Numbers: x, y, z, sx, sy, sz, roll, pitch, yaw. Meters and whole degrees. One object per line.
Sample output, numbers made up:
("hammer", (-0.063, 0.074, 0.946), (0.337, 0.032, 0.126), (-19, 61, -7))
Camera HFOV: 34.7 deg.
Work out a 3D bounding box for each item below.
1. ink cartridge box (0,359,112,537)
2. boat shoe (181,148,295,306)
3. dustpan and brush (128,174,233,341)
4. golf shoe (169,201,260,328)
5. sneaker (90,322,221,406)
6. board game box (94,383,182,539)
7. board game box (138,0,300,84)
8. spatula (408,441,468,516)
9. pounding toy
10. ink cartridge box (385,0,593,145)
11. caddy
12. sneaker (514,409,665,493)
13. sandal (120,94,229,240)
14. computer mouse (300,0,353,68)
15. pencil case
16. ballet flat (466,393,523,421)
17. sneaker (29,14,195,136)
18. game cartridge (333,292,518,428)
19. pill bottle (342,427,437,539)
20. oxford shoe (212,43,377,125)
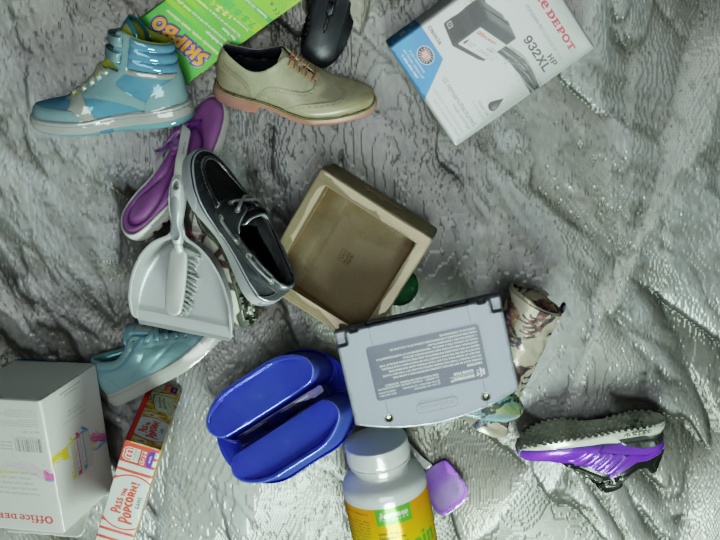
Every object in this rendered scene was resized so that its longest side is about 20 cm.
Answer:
("ink cartridge box", (-0.403, 0.229, 1.449), (0.128, 0.125, 0.202), (1, 107, 20))
("boat shoe", (-0.137, -0.058, 1.327), (0.068, 0.071, 0.201), (-33, 81, 48))
("dustpan and brush", (-0.215, -0.017, 1.379), (0.139, 0.057, 0.202), (10, 102, 16))
("golf shoe", (-0.184, -0.018, 1.440), (0.088, 0.077, 0.201), (-17, 98, 16))
("sneaker", (-0.257, 0.095, 1.454), (0.199, 0.074, 0.082), (-31, 106, 11))
("board game box", (-0.274, 0.243, 1.433), (0.046, 0.200, 0.152), (17, 103, -6))
("board game box", (-0.174, -0.308, 1.380), (0.199, 0.030, 0.096), (-35, 103, 5))
("spatula", (0.068, 0.239, 1.533), (0.056, 0.021, 0.200), (-37, 102, 12))
("pounding toy", (0.000, 0.000, 1.425), (0.199, 0.142, 0.185), (32, 101, 2))
("ink cartridge box", (0.152, -0.268, 1.370), (0.199, 0.084, 0.145), (-35, 103, 7))
("caddy", (-0.100, 0.187, 1.476), (0.199, 0.105, 0.142), (-32, 80, 7))
("sneaker", (0.305, 0.248, 1.518), (0.198, 0.070, 0.100), (-6, 107, 1))
("sandal", (-0.226, -0.125, 1.385), (0.203, 0.082, 0.050), (-57, 142, 2))
("computer mouse", (-0.027, -0.339, 1.373), (0.058, 0.034, 0.201), (14, 104, -4))
("pencil case", (0.189, 0.116, 1.472), (0.078, 0.089, 0.201), (31, 109, 28))
("ballet flat", (0.107, 0.131, 1.396), (0.198, 0.074, 0.075), (12, 104, -3))
("sneaker", (-0.300, -0.231, 1.359), (0.198, 0.080, 0.131), (-5, 113, 2))
("game cartridge", (0.079, 0.112, 1.351), (0.198, 0.042, 0.134), (-12, 103, 2))
("pill bottle", (0.037, 0.309, 1.499), (0.110, 0.111, 0.201), (-11, 109, 1))
("oxford shoe", (-0.076, -0.224, 1.370), (0.198, 0.071, 0.074), (6, 136, -4))
